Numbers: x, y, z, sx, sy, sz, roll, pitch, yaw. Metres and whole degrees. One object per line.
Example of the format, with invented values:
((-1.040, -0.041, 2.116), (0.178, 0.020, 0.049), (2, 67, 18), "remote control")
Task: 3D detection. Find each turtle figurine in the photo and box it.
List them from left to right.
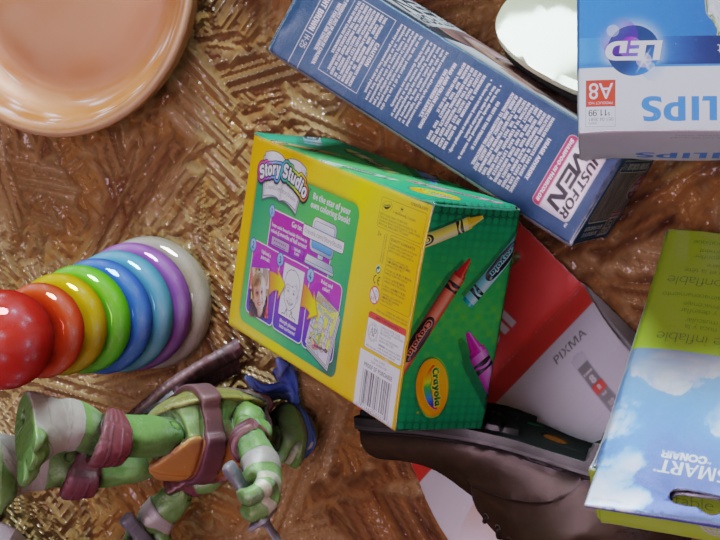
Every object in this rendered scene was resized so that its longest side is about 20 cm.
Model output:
((-0.111, 0.141, 0.906), (0.144, 0.193, 0.201), (16, 97, 64), "turtle figurine")

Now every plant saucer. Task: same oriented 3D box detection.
((-0.186, -0.185, 0.981), (0.199, 0.037, 0.201), (3, 99, 22), "plant saucer")

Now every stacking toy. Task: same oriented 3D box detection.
((-0.167, 0.032, 0.913), (0.085, 0.200, 0.086), (3, 99, 22), "stacking toy")

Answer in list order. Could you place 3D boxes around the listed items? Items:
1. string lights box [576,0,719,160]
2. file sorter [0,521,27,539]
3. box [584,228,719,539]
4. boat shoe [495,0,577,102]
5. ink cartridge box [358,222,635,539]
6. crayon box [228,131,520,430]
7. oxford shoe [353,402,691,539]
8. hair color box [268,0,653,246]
((0.158, -0.157, 0.765), (0.102, 0.059, 0.201), (0, 80, 8), "string lights box")
((-0.168, 0.263, 0.926), (0.124, 0.200, 0.139), (17, 65, 15), "file sorter")
((0.192, 0.063, 0.778), (0.121, 0.200, 0.048), (6, 134, 22), "box")
((0.167, -0.098, 0.822), (0.200, 0.063, 0.074), (16, 68, 13), "boat shoe")
((0.095, 0.087, 0.896), (0.200, 0.050, 0.162), (45, 110, 8), "ink cartridge box")
((0.000, 0.000, 0.861), (0.200, 0.058, 0.119), (27, 111, 56), "crayon box")
((0.082, 0.119, 0.847), (0.199, 0.073, 0.085), (14, 99, 26), "oxford shoe")
((0.058, -0.093, 0.859), (0.200, 0.100, 0.061), (34, 105, 14), "hair color box")
